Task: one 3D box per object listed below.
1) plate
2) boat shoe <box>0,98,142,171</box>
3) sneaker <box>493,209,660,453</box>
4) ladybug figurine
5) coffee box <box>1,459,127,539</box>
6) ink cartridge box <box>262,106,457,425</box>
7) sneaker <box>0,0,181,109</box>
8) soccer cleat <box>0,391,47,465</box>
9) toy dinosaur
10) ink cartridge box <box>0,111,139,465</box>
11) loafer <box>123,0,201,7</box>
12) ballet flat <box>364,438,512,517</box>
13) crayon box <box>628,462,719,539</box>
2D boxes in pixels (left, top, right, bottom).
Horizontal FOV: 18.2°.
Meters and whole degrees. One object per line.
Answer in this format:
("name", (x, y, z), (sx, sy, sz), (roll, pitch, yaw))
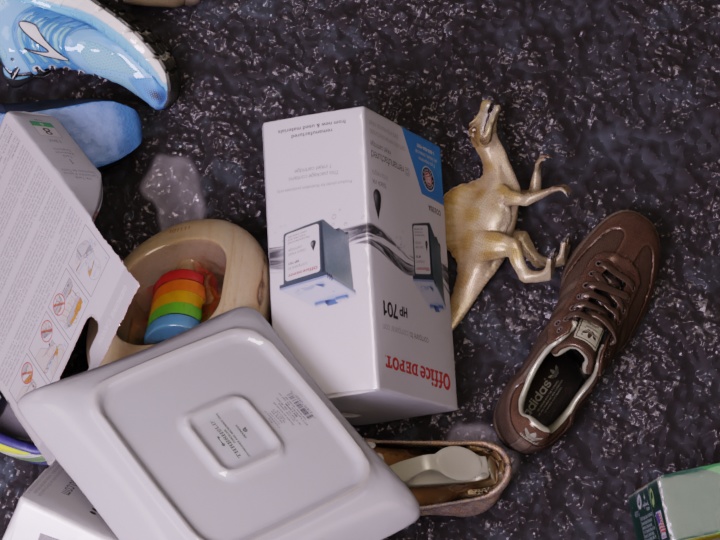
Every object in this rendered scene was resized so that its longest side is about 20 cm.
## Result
("plate", (-0.085, 0.113, 1.435), (0.200, 0.032, 0.200), (-22, 60, -38))
("boat shoe", (-0.261, -0.084, 1.653), (0.199, 0.069, 0.084), (0, 92, -7))
("sneaker", (0.168, 0.046, 1.631), (0.070, 0.076, 0.200), (30, 81, -7))
("ladybug figurine", (-0.123, 0.044, 1.592), (0.135, 0.072, 0.200), (-10, 37, 15))
("coffee box", (-0.155, 0.255, 1.488), (0.197, 0.200, 0.200), (25, 98, 0))
("ink cartridge box", (0.000, 0.000, 1.594), (0.086, 0.146, 0.201), (-10, 77, 23))
("sneaker", (-0.224, -0.169, 1.677), (0.200, 0.078, 0.090), (30, 97, 8))
("soccer cleat", (-0.290, 0.089, 1.605), (0.200, 0.084, 0.065), (16, 79, 1))
("toy dinosaur", (0.101, -0.021, 1.667), (0.101, 0.058, 0.201), (12, 88, 17))
("ink cartridge box", (-0.213, 0.011, 1.557), (0.200, 0.050, 0.161), (48, 122, 36))
("loafer", (-0.176, -0.287, 1.689), (0.067, 0.076, 0.200), (-20, 80, -12))
("ballet flat", (0.018, 0.142, 1.581), (0.199, 0.067, 0.068), (-4, 73, -26))
("crayon box", (0.299, 0.156, 1.593), (0.199, 0.127, 0.051), (-10, 79, -5))
